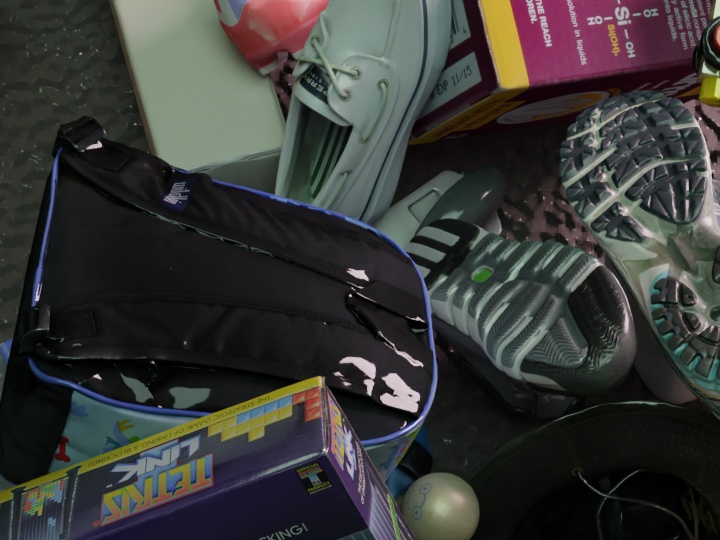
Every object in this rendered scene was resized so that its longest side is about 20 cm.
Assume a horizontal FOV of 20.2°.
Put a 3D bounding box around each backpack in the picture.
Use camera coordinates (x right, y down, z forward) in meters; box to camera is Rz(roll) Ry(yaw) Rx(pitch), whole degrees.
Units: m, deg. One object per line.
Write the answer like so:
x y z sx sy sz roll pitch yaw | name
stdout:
-0.071 0.046 0.990 0.198 0.148 0.184 12 44 -11 | backpack

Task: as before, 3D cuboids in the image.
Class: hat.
0.129 0.137 1.081 0.199 0.202 0.081 -2 27 -2 | hat

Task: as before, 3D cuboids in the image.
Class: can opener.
0.000 0.000 1.151 0.199 0.067 0.053 -34 71 -22 | can opener

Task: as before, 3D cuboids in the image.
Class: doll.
-0.019 0.119 1.055 0.199 0.048 0.137 4 60 41 | doll

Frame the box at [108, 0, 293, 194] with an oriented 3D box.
-0.103 -0.136 1.206 0.082 0.068 0.201 -13 68 -7 | box

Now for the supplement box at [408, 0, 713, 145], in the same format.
0.124 -0.145 1.147 0.199 0.131 0.104 -11 83 -24 | supplement box

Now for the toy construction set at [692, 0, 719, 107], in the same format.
0.247 -0.128 1.076 0.130 0.092 0.201 12 66 3 | toy construction set

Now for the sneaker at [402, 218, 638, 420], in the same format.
0.102 0.042 1.067 0.075 0.116 0.200 -44 31 -8 | sneaker

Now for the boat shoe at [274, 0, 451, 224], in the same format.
-0.003 -0.101 1.101 0.066 0.201 0.073 -19 42 -36 | boat shoe

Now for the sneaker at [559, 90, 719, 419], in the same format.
0.158 -0.004 1.035 0.077 0.087 0.201 -20 53 3 | sneaker

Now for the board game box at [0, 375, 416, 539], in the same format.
-0.072 0.152 0.916 0.199 0.166 0.057 -21 36 12 | board game box

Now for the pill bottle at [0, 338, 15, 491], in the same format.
-0.238 0.123 1.067 0.199 0.114 0.114 -25 70 -12 | pill bottle

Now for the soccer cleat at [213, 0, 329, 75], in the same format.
-0.019 -0.188 1.193 0.200 0.066 0.077 -46 112 -44 | soccer cleat

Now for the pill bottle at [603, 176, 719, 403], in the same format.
0.246 -0.006 1.135 0.198 0.117 0.117 -16 68 -8 | pill bottle
